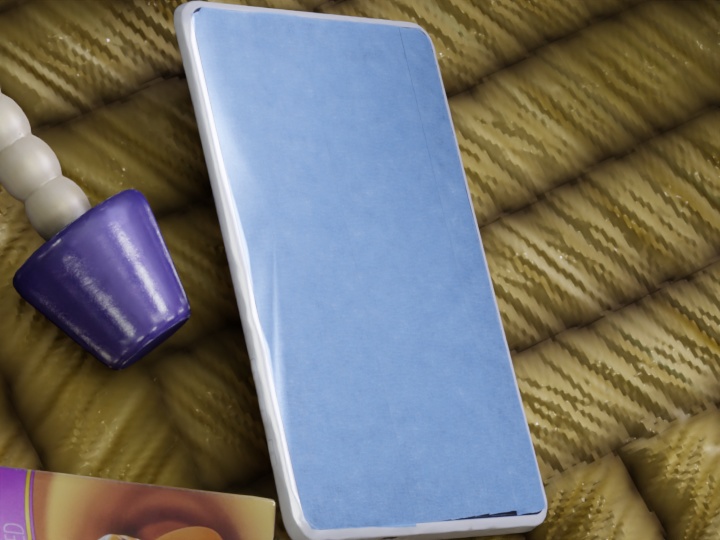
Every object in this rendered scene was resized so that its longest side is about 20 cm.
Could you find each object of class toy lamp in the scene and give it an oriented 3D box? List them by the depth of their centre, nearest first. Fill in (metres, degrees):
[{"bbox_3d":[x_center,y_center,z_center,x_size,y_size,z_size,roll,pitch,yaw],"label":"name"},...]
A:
[{"bbox_3d":[-0.132,-0.053,1.034,0.058,0.058,0.200,-36,84,-26],"label":"toy lamp"}]

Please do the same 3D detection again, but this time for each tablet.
[{"bbox_3d":[0.000,0.000,1.062,0.130,0.014,0.201,1,69,-44],"label":"tablet"}]

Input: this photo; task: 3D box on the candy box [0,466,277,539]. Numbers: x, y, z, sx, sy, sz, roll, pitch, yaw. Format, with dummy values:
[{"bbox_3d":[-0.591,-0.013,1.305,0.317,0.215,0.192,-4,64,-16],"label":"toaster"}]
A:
[{"bbox_3d":[-0.131,0.125,0.973,0.199,0.056,0.117,8,70,-16],"label":"candy box"}]
